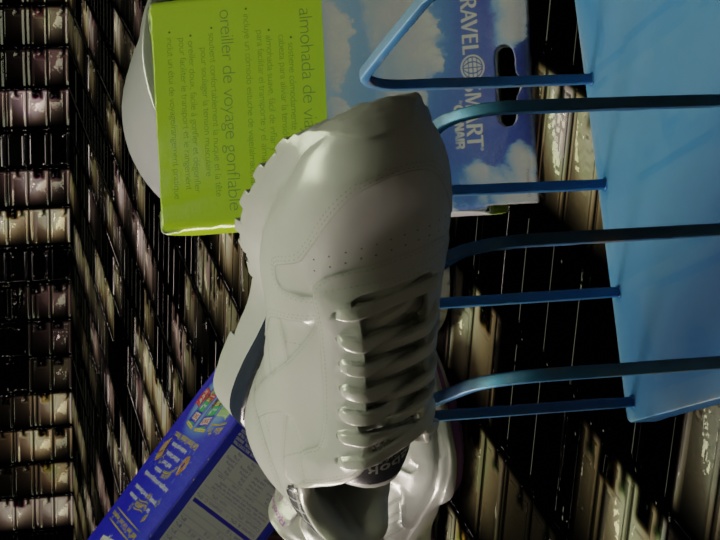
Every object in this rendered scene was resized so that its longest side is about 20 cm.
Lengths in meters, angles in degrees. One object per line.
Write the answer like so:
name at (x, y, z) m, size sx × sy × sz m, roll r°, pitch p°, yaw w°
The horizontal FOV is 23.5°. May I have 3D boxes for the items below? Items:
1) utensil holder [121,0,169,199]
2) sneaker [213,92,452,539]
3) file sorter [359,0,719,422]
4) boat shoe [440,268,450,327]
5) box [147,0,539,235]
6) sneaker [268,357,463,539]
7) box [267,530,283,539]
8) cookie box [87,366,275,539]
utensil holder at (-0.057, -0.111, 1.044) m, size 0.200 × 0.170 × 0.170 m, roll 159°, pitch 107°, yaw -77°
sneaker at (0.001, 0.021, 0.591) m, size 0.200 × 0.076 × 0.081 m, roll 101°, pitch 148°, yaw -54°
file sorter at (0.073, -0.045, 0.654) m, size 0.139 × 0.122 × 0.200 m, roll 141°, pitch 124°, yaw -72°
boat shoe at (0.000, 0.000, 1.031) m, size 0.200 × 0.068 × 0.072 m, roll -161°, pitch 69°, yaw -74°
box at (-0.006, -0.084, 0.880) m, size 0.048 × 0.200 × 0.122 m, roll -4°, pitch -89°, yaw -73°
sneaker at (0.002, 0.121, 0.992) m, size 0.075 × 0.099 × 0.200 m, roll -108°, pitch 22°, yaw -49°
box at (-0.078, 0.231, 1.362) m, size 0.200 × 0.075 × 0.100 m, roll -163°, pitch 70°, yaw -72°
cookie box at (-0.109, 0.158, 1.252) m, size 0.200 × 0.075 × 0.171 m, roll -53°, pitch 13°, yaw -8°
